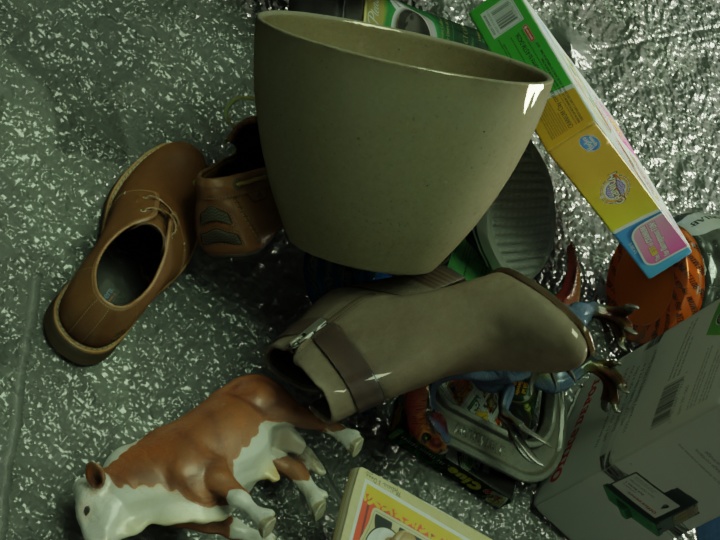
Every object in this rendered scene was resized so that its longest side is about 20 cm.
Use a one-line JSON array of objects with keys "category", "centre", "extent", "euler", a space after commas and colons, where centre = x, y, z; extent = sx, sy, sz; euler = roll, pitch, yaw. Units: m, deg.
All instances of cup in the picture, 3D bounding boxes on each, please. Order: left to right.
[{"category": "cup", "centre": [0.014, -0.080, 1.343], "extent": [0.199, 0.144, 0.200], "euler": [12, 13, -3]}]

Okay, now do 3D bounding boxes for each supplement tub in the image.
[{"category": "supplement tub", "centre": [0.302, 0.020, 1.626], "extent": [0.199, 0.122, 0.123], "euler": [8, 57, -34]}]

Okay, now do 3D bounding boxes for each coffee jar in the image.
[{"category": "coffee jar", "centre": [0.032, -0.155, 1.564], "extent": [0.199, 0.085, 0.105], "euler": [21, 57, -26]}]

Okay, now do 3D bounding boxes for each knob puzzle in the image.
[{"category": "knob puzzle", "centre": [0.044, 0.250, 1.308], "extent": [0.219, 0.030, 0.221], "euler": [15, 68, -41]}]

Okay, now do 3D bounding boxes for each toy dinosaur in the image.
[{"category": "toy dinosaur", "centre": [0.102, 0.068, 1.420], "extent": [0.180, 0.106, 0.200], "euler": [0, 28, -21]}]

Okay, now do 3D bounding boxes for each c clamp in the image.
[{"category": "c clamp", "centre": [0.087, 0.054, 1.450], "extent": [0.200, 0.027, 0.172], "euler": [35, 53, -32]}]

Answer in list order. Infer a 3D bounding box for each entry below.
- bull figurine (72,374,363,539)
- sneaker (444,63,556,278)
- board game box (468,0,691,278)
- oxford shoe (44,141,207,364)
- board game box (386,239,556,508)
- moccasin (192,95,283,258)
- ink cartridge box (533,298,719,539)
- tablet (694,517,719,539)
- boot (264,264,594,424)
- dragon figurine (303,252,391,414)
[{"category": "bull figurine", "centre": [-0.090, 0.128, 1.281], "extent": [0.121, 0.065, 0.200], "euler": [29, 37, 17]}, {"category": "sneaker", "centre": [0.084, -0.081, 1.510], "extent": [0.078, 0.079, 0.201], "euler": [-41, 129, -26]}, {"category": "board game box", "centre": [0.165, -0.101, 1.507], "extent": [0.200, 0.040, 0.153], "euler": [44, 17, -49]}, {"category": "oxford shoe", "centre": [-0.140, -0.024, 1.359], "extent": [0.071, 0.071, 0.200], "euler": [34, 45, -12]}, {"category": "board game box", "centre": [0.087, 0.069, 1.501], "extent": [0.105, 0.023, 0.201], "euler": [32, 47, -15]}, {"category": "moccasin", "centre": [-0.064, -0.081, 1.434], "extent": [0.201, 0.073, 0.078], "euler": [-42, 128, -51]}, {"category": "ink cartridge box", "centre": [0.233, 0.111, 1.461], "extent": [0.084, 0.200, 0.146], "euler": [41, 46, -11]}, {"category": "tablet", "centre": [0.297, 0.155, 1.527], "extent": [0.014, 0.130, 0.201], "euler": [21, 51, -33]}, {"category": "boot", "centre": [0.036, 0.054, 1.308], "extent": [0.146, 0.200, 0.071], "euler": [-28, 114, -25]}, {"category": "dragon figurine", "centre": [0.000, 0.000, 1.449], "extent": [0.099, 0.059, 0.201], "euler": [-6, 73, -49]}]
